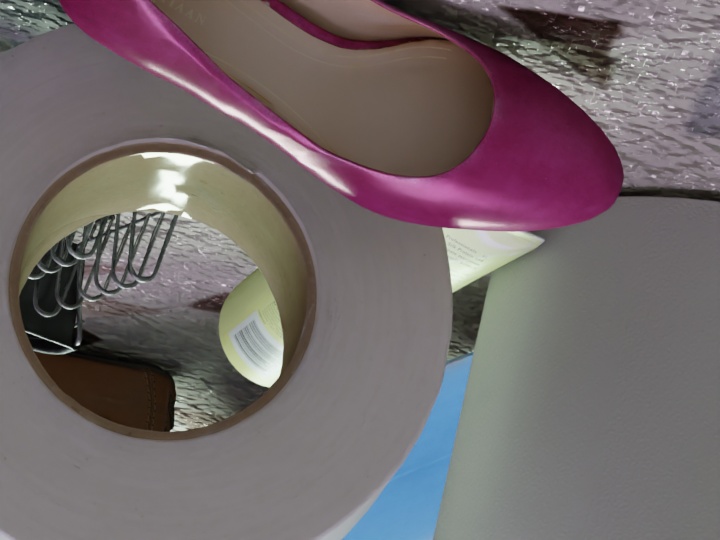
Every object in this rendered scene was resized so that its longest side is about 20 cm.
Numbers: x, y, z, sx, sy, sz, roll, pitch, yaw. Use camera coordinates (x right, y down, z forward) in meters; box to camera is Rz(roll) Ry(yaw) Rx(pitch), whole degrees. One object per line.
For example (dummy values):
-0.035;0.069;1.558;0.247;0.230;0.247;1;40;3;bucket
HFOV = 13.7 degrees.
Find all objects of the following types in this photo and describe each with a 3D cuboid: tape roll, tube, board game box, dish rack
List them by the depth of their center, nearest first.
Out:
-0.070;0.015;1.039;0.202;0.203;0.071;14;162;-4;tape roll
0.137;0.072;1.158;0.202;0.139;0.203;12;163;4;tape roll
0.000;0.000;1.196;0.058;0.052;0.200;-19;173;-25;tube
-0.146;-0.028;1.197;0.153;0.055;0.200;21;160;-24;dish rack
0.019;0.070;1.315;0.158;0.039;0.200;-22;156;-16;board game box

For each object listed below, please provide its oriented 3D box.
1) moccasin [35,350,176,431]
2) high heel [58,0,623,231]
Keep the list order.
-0.193;0.068;1.479;0.201;0.078;0.074;14;162;-3;moccasin
-0.004;-0.067;0.961;0.200;0.067;0.096;27;172;-1;high heel
